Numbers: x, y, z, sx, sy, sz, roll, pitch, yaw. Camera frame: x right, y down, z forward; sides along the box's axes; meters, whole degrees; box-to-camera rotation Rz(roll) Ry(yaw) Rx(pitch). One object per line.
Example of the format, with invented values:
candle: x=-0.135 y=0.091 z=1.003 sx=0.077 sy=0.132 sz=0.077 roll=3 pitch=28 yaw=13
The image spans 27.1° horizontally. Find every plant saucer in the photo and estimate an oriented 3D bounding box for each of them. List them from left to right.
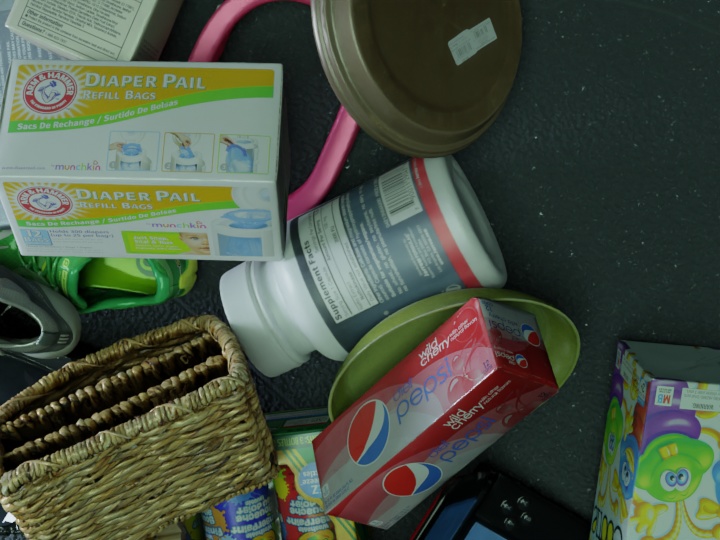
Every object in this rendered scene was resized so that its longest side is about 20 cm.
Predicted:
plant saucer: x=0.049 y=-0.182 z=1.073 sx=0.029 sy=0.199 sz=0.202 roll=-4 pitch=104 yaw=49
plant saucer: x=0.068 y=0.072 z=1.138 sx=0.199 sy=0.200 sz=0.031 roll=-27 pitch=53 yaw=12

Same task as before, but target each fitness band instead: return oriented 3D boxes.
fitness band: x=-0.069 y=-0.131 z=1.167 sx=0.143 sy=0.037 sz=0.201 roll=24 pitch=105 yaw=2

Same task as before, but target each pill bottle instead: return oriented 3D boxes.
pill bottle: x=0.000 y=0.000 z=1.142 sx=0.199 sy=0.120 sz=0.120 roll=-26 pitch=97 yaw=13

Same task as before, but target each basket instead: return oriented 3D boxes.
basket: x=-0.177 y=0.104 z=1.106 sx=0.199 sy=0.149 sz=0.143 roll=-24 pitch=54 yaw=-7

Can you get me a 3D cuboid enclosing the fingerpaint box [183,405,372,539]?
fingerpaint box: x=-0.095 y=0.208 z=1.221 sx=0.198 sy=0.073 sz=0.168 roll=-6 pitch=101 yaw=9

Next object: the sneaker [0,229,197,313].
sneaker: x=-0.231 y=-0.012 z=1.189 sx=0.198 sy=0.084 sz=0.075 roll=6 pitch=106 yaw=7

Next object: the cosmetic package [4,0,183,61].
cosmetic package: x=-0.173 y=-0.247 z=1.116 sx=0.105 sy=0.071 sz=0.201 roll=25 pitch=90 yaw=5

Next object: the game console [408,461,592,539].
game console: x=0.079 y=0.263 z=1.162 sx=0.172 sy=0.119 sz=0.201 roll=30 pitch=99 yaw=-12

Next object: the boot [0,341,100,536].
boot: x=-0.299 y=0.126 z=1.231 sx=0.199 sy=0.076 sz=0.169 roll=20 pitch=100 yaw=-3

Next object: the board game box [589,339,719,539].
board game box: x=0.242 y=0.167 z=1.142 sx=0.102 sy=0.105 sz=0.202 roll=5 pitch=102 yaw=-5

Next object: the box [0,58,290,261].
box: x=-0.153 y=-0.079 z=1.079 sx=0.198 sy=0.113 sz=0.102 roll=1 pitch=60 yaw=1

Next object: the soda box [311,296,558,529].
soda box: x=0.050 y=0.107 z=1.088 sx=0.063 sy=0.070 sz=0.200 roll=20 pitch=130 yaw=-34

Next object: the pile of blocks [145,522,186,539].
pile of blocks: x=-0.145 y=0.261 z=1.159 sx=0.062 sy=0.082 sz=0.202 roll=-12 pitch=100 yaw=14

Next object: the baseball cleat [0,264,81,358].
baseball cleat: x=-0.308 y=0.011 z=1.134 sx=0.198 sy=0.106 sz=0.070 roll=17 pitch=90 yaw=16

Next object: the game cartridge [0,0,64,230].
game cartridge: x=-0.267 y=-0.135 z=1.174 sx=0.132 sy=0.040 sz=0.202 roll=-6 pitch=88 yaw=2
